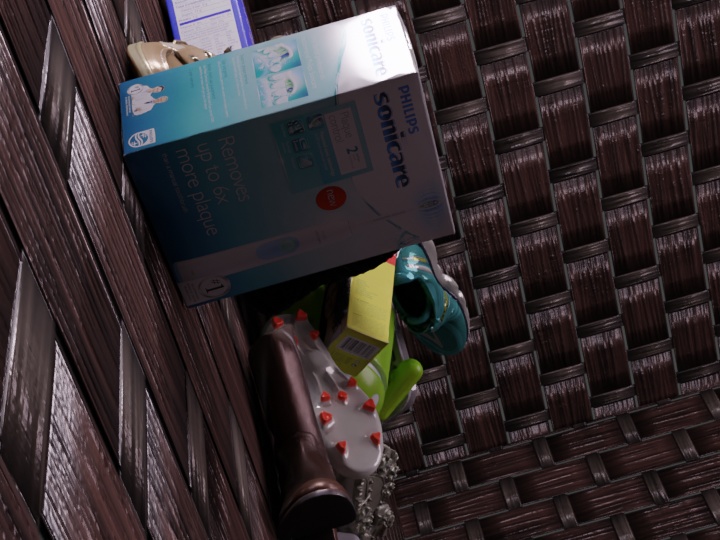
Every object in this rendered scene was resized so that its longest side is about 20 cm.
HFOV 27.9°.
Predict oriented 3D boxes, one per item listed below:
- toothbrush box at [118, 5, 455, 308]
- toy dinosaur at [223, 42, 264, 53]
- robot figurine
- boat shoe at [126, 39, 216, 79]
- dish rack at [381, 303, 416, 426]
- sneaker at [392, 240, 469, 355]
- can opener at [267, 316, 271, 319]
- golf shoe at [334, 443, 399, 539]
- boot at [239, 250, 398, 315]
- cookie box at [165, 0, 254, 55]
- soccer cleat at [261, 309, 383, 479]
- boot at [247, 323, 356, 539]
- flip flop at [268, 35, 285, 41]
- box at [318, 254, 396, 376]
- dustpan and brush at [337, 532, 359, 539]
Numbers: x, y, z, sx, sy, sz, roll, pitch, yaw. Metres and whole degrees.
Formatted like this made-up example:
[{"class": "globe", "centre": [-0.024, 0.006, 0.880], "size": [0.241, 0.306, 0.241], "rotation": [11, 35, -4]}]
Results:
[{"class": "toothbrush box", "centre": [-0.048, -0.075, 0.991], "size": [0.086, 0.198, 0.147], "rotation": [-105, 180, -47]}, {"class": "toy dinosaur", "centre": [-0.085, -0.134, 1.306], "size": [0.200, 0.101, 0.058], "rotation": [44, -7, -2]}, {"class": "robot figurine", "centre": [-0.026, 0.087, 1.504], "size": [0.175, 0.115, 0.201], "rotation": [38, 39, -26]}, {"class": "boat shoe", "centre": [-0.134, -0.146, 1.107], "size": [0.200, 0.064, 0.072], "rotation": [-101, 175, -79]}, {"class": "dish rack", "centre": [-0.010, 0.098, 1.632], "size": [0.043, 0.171, 0.201], "rotation": [10, 53, -43]}, {"class": "sneaker", "centre": [0.062, 0.037, 1.558], "size": [0.200, 0.077, 0.080], "rotation": [56, 27, -47]}, {"class": "can opener", "centre": [-0.079, 0.037, 1.619], "size": [0.053, 0.066, 0.201], "rotation": [89, -20, -80]}, {"class": "golf shoe", "centre": [-0.018, 0.216, 1.427], "size": [0.097, 0.078, 0.201], "rotation": [31, -31, 16]}, {"class": "boot", "centre": [-0.023, -0.056, 1.385], "size": [0.080, 0.210, 0.158], "rotation": [53, 32, -18]}, {"class": "cookie box", "centre": [-0.136, -0.196, 1.444], "size": [0.171, 0.075, 0.201], "rotation": [76, -1, -65]}, {"class": "soccer cleat", "centre": [-0.037, 0.124, 1.356], "size": [0.200, 0.069, 0.078], "rotation": [57, -35, 37]}, {"class": "boot", "centre": [-0.057, 0.127, 1.225], "size": [0.187, 0.064, 0.202], "rotation": [106, -26, -67]}, {"class": "flip flop", "centre": [-0.072, -0.200, 1.493], "size": [0.200, 0.057, 0.082], "rotation": [44, -60, 58]}, {"class": "box", "centre": [0.000, 0.000, 1.447], "size": [0.075, 0.050, 0.201], "rotation": [-49, -154, 46]}, {"class": "dustpan and brush", "centre": [-0.028, 0.270, 1.358], "size": [0.140, 0.057, 0.201], "rotation": [91, -6, -51]}]
